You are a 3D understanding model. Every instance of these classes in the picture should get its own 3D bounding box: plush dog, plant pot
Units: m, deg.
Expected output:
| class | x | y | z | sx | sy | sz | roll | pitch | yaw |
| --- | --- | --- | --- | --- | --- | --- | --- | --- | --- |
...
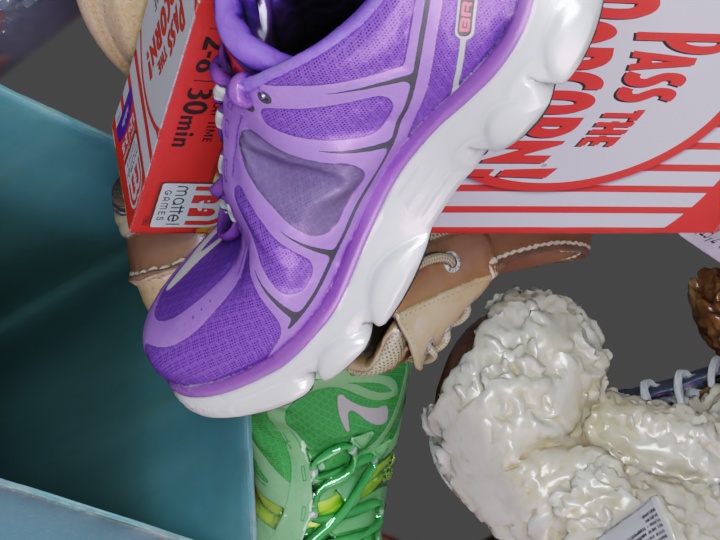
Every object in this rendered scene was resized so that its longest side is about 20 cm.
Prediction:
| class | x | y | z | sx | sy | sz | roll | pitch | yaw |
| --- | --- | --- | --- | --- | --- | --- | --- | --- | --- |
| plush dog | 0.125 | 0.100 | 0.970 | 0.171 | 0.160 | 0.201 | -27 | 129 | -41 |
| plant pot | -0.156 | 0.051 | 0.879 | 0.199 | 0.142 | 0.141 | -28 | 144 | 36 |

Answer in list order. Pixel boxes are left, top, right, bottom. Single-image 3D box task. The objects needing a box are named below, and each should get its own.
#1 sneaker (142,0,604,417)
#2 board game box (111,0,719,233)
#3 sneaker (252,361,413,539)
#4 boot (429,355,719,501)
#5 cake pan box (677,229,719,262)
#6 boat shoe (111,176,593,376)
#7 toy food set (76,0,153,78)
| class | x | y | z | sx | sy | sz | roll | pitch | yaw |
| --- | --- | --- | --- | --- | --- | --- | --- | --- | --- |
| sneaker | -0.014 | -0.042 | 0.696 | 0.083 | 0.081 | 0.200 | 22 | 128 | -18 |
| board game box | 0.038 | -0.073 | 0.756 | 0.199 | 0.047 | 0.152 | -1 | 145 | -18 |
| sneaker | -0.013 | 0.086 | 1.023 | 0.074 | 0.084 | 0.200 | -6 | 145 | -9 |
| boot | 0.124 | 0.064 | 1.061 | 0.199 | 0.073 | 0.090 | 9 | 134 | -42 |
| cake pan box | 0.231 | -0.044 | 0.948 | 0.184 | 0.053 | 0.200 | -33 | 141 | 23 |
| boat shoe | 0.000 | 0.000 | 0.877 | 0.199 | 0.074 | 0.075 | -2 | 173 | -40 |
| toy food set | 0.002 | -0.107 | 0.781 | 0.199 | 0.049 | 0.198 | 3 | 143 | -23 |
